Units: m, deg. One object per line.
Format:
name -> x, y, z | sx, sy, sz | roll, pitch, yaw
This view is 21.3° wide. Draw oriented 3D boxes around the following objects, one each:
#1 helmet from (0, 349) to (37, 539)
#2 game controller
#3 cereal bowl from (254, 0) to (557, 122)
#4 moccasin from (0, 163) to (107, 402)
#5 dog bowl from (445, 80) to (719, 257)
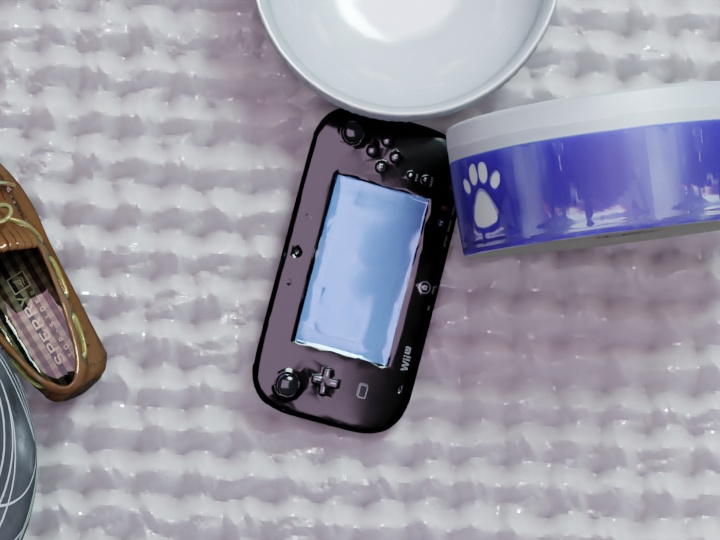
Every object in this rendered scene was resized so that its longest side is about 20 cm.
helmet -> -0.286, 0.112, 1.143 | 0.189, 0.200, 0.202 | 16, 85, -8
game controller -> 0.000, 0.000, 1.229 | 0.103, 0.042, 0.202 | 14, 86, 1
cereal bowl -> 0.029, -0.191, 1.223 | 0.198, 0.083, 0.202 | 0, 85, 0
moccasin -> -0.233, -0.007, 1.208 | 0.073, 0.078, 0.203 | -27, 86, -3
dog bowl -> 0.154, -0.058, 1.156 | 0.198, 0.200, 0.080 | -7, 87, -1
